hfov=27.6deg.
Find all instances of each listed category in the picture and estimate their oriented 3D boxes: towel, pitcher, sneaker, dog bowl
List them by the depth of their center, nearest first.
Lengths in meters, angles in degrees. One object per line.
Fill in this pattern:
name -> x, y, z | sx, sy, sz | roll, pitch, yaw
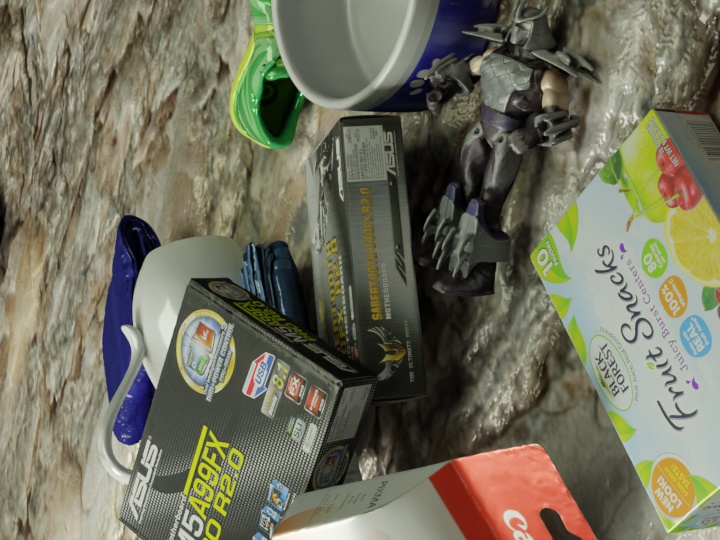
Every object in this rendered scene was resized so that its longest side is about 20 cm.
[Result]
dog bowl -> 0.016, -0.219, 1.086 | 0.199, 0.078, 0.203 | 2, 92, 56
towel -> -0.058, 0.083, 1.189 | 0.112, 0.048, 0.203 | 72, -175, -74
sneaker -> -0.058, -0.193, 1.206 | 0.084, 0.073, 0.202 | 46, 136, 48
pitcher -> -0.152, 0.079, 1.255 | 0.121, 0.169, 0.203 | -31, 66, 56
towel -> -0.216, 0.062, 1.428 | 0.201, 0.049, 0.149 | 112, 151, -52

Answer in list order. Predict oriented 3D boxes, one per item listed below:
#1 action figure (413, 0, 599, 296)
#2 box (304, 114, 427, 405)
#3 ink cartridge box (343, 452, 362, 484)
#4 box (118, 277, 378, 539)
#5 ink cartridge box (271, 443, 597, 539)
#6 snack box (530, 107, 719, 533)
action figure -> 0.091, -0.087, 0.989 | 0.130, 0.069, 0.203 | 38, 118, 55
box -> 0.000, 0.000, 1.091 | 0.158, 0.048, 0.203 | 151, 115, -76
ink cartridge box -> -0.059, 0.209, 1.080 | 0.159, 0.047, 0.203 | -25, 74, 37
box -> -0.085, 0.130, 1.044 | 0.159, 0.044, 0.202 | 31, 110, 34
ink cartridge box -> 0.062, 0.202, 0.932 | 0.198, 0.050, 0.163 | -17, 113, 37
snack box -> 0.191, 0.028, 0.854 | 0.143, 0.052, 0.202 | -55, 48, 42
